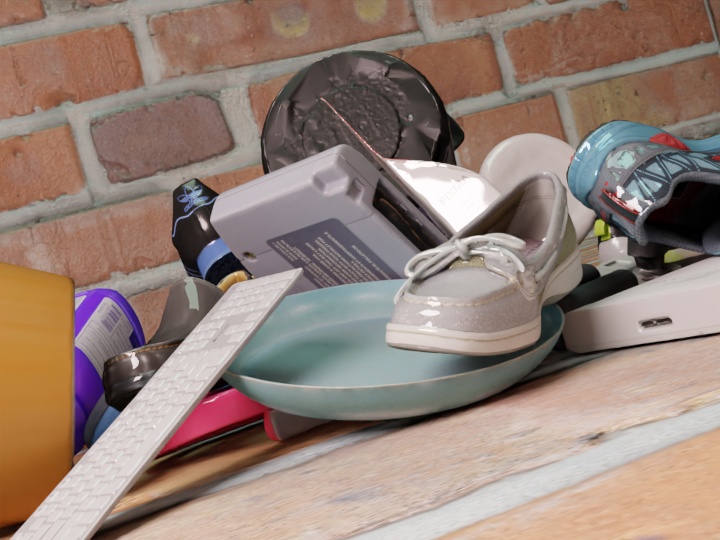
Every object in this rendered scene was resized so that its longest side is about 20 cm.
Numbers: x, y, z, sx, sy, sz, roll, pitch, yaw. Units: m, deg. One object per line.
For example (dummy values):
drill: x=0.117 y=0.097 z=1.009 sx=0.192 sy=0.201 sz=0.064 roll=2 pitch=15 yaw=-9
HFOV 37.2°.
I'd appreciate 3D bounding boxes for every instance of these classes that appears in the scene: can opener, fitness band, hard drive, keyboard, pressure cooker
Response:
can opener: x=0.159 y=-0.002 z=0.715 sx=0.053 sy=0.068 sz=0.199 roll=8 pitch=15 yaw=35
fitness band: x=-0.050 y=0.079 z=0.685 sx=0.198 sy=0.038 sz=0.143 roll=-15 pitch=-2 yaw=-38
hard drive: x=0.227 y=0.003 z=0.614 sx=0.199 sy=0.027 sz=0.131 roll=-16 pitch=-1 yaw=-37
keyboard: x=-0.093 y=0.062 z=0.522 sx=0.056 sy=0.011 sz=0.200 roll=-20 pitch=23 yaw=41
pressure cooker: x=0.005 y=-0.087 z=1.005 sx=0.174 sy=0.181 sz=0.200 roll=2 pitch=-17 yaw=11

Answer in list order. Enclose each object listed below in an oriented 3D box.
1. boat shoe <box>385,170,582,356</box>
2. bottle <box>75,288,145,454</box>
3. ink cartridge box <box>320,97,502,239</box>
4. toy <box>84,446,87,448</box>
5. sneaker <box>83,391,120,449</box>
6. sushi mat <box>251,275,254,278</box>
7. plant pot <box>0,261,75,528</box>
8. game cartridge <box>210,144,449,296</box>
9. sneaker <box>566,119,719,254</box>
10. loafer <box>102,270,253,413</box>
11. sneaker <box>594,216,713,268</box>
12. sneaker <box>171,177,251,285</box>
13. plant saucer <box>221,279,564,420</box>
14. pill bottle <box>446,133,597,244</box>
boat shoe: x=0.069 y=-0.004 z=0.565 sx=0.074 sy=0.066 sz=0.201 roll=2 pitch=15 yaw=30
bottle: x=-0.220 y=0.088 z=0.807 sx=0.065 sy=0.084 sz=0.200 roll=-16 pitch=22 yaw=13
ink cartridge box: x=0.070 y=-0.052 z=0.793 sx=0.050 sy=0.200 sz=0.161 roll=-42 pitch=-17 yaw=4
toy: x=-0.214 y=0.120 z=0.912 sx=0.198 sy=0.048 sz=0.115 roll=-8 pitch=15 yaw=29
sneaker: x=-0.105 y=0.082 z=0.780 sx=0.199 sy=0.078 sz=0.066 roll=-34 pitch=-28 yaw=-24
sushi mat: x=-0.050 y=0.009 z=0.893 sx=0.199 sy=0.012 sz=0.095 roll=-16 pitch=-11 yaw=-37
plant pot: x=-0.243 y=0.065 z=0.560 sx=0.181 sy=0.203 sz=0.200 roll=0 pitch=-4 yaw=-15
game cartridge: x=0.000 y=0.000 z=0.726 sx=0.132 sy=0.042 sz=0.200 roll=-12 pitch=-42 yaw=42
sneaker: x=0.233 y=-0.040 z=0.688 sx=0.198 sy=0.080 sz=0.096 roll=-2 pitch=36 yaw=-20
loafer: x=-0.106 y=0.041 z=0.664 sx=0.072 sy=0.073 sz=0.200 roll=-17 pitch=-2 yaw=13
sneaker: x=0.278 y=-0.040 z=0.982 sx=0.071 sy=0.084 sz=0.199 roll=-16 pitch=0 yaw=41
sneaker: x=-0.116 y=-0.010 z=0.909 sx=0.070 sy=0.078 sz=0.200 roll=-27 pitch=-18 yaw=-12
plant saucer: x=0.013 y=0.042 z=0.593 sx=0.197 sy=0.028 sz=0.200 roll=-5 pitch=13 yaw=1
pill bottle: x=0.147 y=-0.037 z=1.034 sx=0.115 sy=0.117 sz=0.200 roll=-16 pitch=-19 yaw=-15
